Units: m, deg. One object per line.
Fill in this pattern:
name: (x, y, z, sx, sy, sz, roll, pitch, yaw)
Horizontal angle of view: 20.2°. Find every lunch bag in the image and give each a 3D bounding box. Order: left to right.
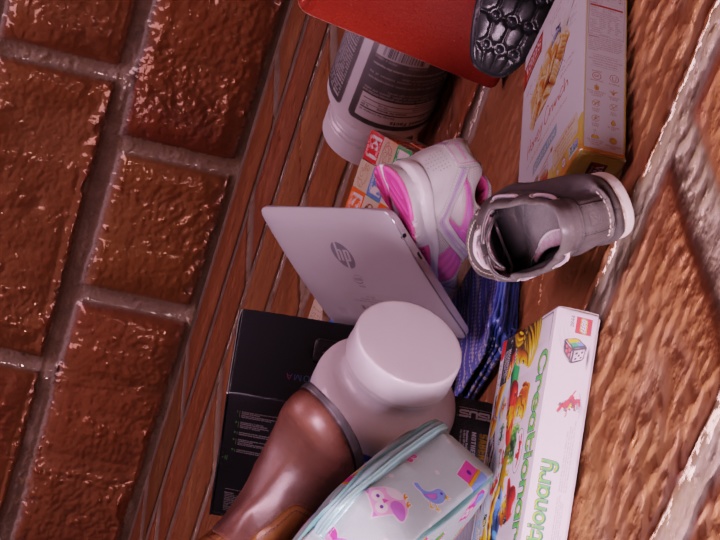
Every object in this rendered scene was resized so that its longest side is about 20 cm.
lunch bag: (0.001, 0.200, 1.402, 0.160, 0.077, 0.200, -35, -17, -52)

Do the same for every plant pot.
plant pot: (0.077, -0.317, 1.784, 0.176, 0.199, 0.201, -52, 25, 44)

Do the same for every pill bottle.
pill bottle: (0.006, 0.120, 1.514, 0.113, 0.111, 0.201, -88, 17, -47)
pill bottle: (0.031, -0.207, 2.058, 0.116, 0.115, 0.201, -87, 14, -45)

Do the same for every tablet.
tablet: (0.000, 0.000, 1.677, 0.014, 0.131, 0.199, -44, 24, -25)

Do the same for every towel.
towel: (0.091, 0.042, 1.668, 0.200, 0.024, 0.146, 116, 164, -53)

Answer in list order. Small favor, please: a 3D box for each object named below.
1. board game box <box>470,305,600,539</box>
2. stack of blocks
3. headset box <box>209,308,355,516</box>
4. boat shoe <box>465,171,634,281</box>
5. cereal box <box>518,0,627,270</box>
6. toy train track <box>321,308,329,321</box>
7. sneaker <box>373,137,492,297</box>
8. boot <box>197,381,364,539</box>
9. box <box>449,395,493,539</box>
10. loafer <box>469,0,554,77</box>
board game box: (0.115, 0.135, 1.381, 0.126, 0.034, 0.202, 135, 147, -71)
stack of blocks: (0.028, -0.018, 1.892, 0.115, 0.058, 0.202, 33, 107, 57)
headset box: (-0.033, 0.131, 1.723, 0.201, 0.172, 0.093, 100, 178, -50)
boat shoe: (0.112, -0.028, 1.398, 0.200, 0.057, 0.067, -19, 90, 63)
cereal box: (0.154, -0.121, 1.481, 0.144, 0.039, 0.201, 115, 164, -53)
toy train track: (-0.024, 0.090, 1.843, 0.115, 0.032, 0.202, -87, 3, -78)
sneaker: (0.071, -0.039, 1.664, 0.082, 0.088, 0.200, 58, 171, 23)
boot: (-0.097, 0.179, 1.391, 0.199, 0.069, 0.189, -32, -19, -30)
box: (0.056, 0.212, 1.565, 0.200, 0.048, 0.160, 118, 161, -55)
loafer: (0.142, -0.256, 1.667, 0.070, 0.068, 0.202, -90, 20, -81)
